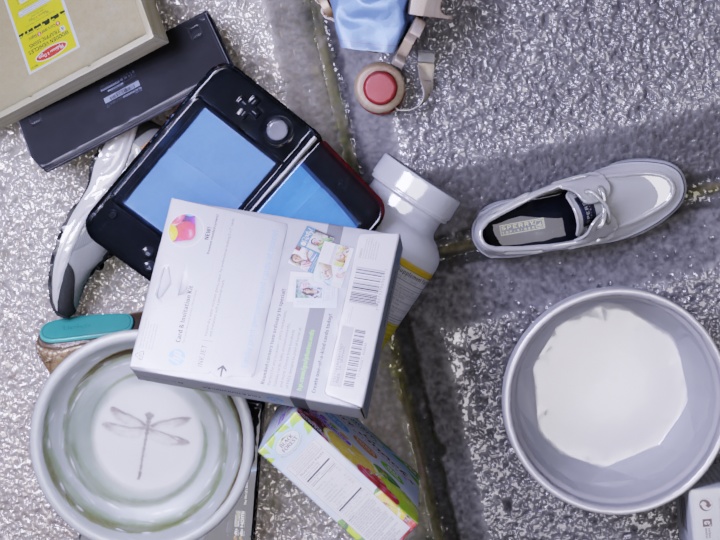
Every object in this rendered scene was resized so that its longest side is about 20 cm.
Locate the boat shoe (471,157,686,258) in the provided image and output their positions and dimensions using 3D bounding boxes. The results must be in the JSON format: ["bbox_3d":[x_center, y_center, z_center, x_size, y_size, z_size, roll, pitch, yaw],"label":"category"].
[{"bbox_3d":[0.199,-0.050,1.707,0.200,0.065,0.074,-19,94,3],"label":"boat shoe"}]

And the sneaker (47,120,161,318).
[{"bbox_3d":[-0.224,-0.044,1.717,0.079,0.074,0.200,26,95,-6],"label":"sneaker"}]

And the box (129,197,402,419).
[{"bbox_3d":[-0.077,0.031,1.588,0.200,0.041,0.156,9,71,8],"label":"box"}]

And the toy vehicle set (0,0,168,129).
[{"bbox_3d":[-0.276,-0.217,1.679,0.200,0.027,0.124,-24,78,21],"label":"toy vehicle set"}]

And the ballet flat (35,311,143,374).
[{"bbox_3d":[-0.194,0.068,1.737,0.200,0.071,0.065,-6,121,5],"label":"ballet flat"}]

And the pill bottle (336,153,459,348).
[{"bbox_3d":[0.000,0.000,1.693,0.112,0.112,0.200,33,95,-1],"label":"pill bottle"}]

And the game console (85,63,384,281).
[{"bbox_3d":[-0.112,-0.046,1.647,0.172,0.119,0.200,38,99,-25],"label":"game console"}]

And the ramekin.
[{"bbox_3d":[0.224,0.111,1.701,0.200,0.105,0.200,0,94,2],"label":"ramekin"}]

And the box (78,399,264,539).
[{"bbox_3d":[-0.175,0.209,1.750,0.160,0.044,0.200,6,95,1],"label":"box"}]

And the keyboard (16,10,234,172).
[{"bbox_3d":[-0.217,-0.173,1.703,0.200,0.021,0.127,-27,57,3],"label":"keyboard"}]

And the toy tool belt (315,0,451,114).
[{"bbox_3d":[0.020,-0.236,1.666,0.125,0.123,0.200,4,95,1],"label":"toy tool belt"}]

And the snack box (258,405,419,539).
[{"bbox_3d":[-0.015,0.169,1.664,0.142,0.200,0.053,44,95,-2],"label":"snack box"}]

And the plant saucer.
[{"bbox_3d":[-0.192,0.150,1.698,0.200,0.050,0.200,0,94,2],"label":"plant saucer"}]

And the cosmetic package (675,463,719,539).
[{"bbox_3d":[0.389,0.211,1.707,0.200,0.101,0.071,-6,95,3],"label":"cosmetic package"}]
